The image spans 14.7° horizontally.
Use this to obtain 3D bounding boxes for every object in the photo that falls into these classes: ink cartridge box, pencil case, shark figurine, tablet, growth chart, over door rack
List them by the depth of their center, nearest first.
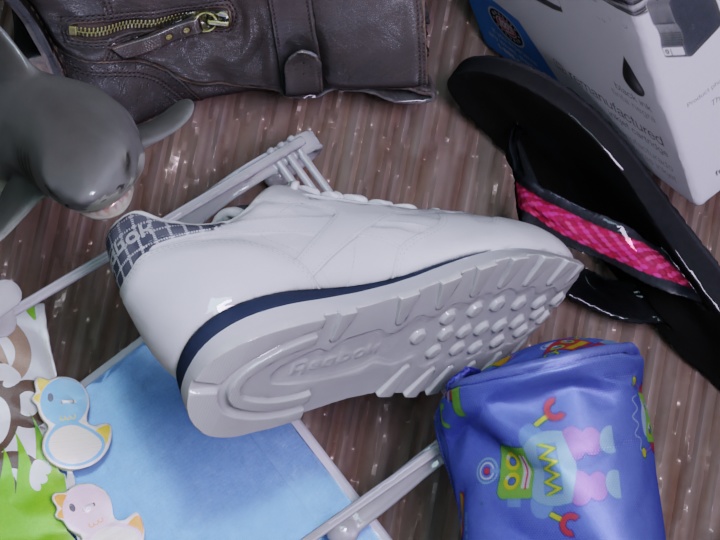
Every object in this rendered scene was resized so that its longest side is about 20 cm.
[{"bbox_3d":[0.074,0.126,1.027,0.086,0.078,0.201,-7,84,11],"label":"pencil case"},{"bbox_3d":[0.090,-0.143,1.044,0.084,0.200,0.145,-38,48,-11],"label":"ink cartridge box"},{"bbox_3d":[-0.155,-0.055,1.054,0.128,0.214,0.090,-48,117,-48],"label":"shark figurine"},{"bbox_3d":[-0.050,0.044,1.054,0.200,0.067,0.148,-30,80,-44],"label":"over door rack"},{"bbox_3d":[-0.171,0.069,1.082,0.144,0.018,0.201,-21,73,-7],"label":"growth chart"},{"bbox_3d":[-0.054,0.125,1.090,0.130,0.014,0.200,-37,82,-11],"label":"tablet"}]

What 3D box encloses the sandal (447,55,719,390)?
[{"bbox_3d":[0.101,-0.005,1.101,0.045,0.075,0.200,-40,86,-15],"label":"sandal"}]

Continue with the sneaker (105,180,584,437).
[{"bbox_3d":[0.000,0.000,1.029,0.199,0.077,0.081,-6,47,-44],"label":"sneaker"}]

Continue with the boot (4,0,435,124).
[{"bbox_3d":[-0.060,-0.133,1.069,0.173,0.201,0.069,-12,44,4],"label":"boot"}]
